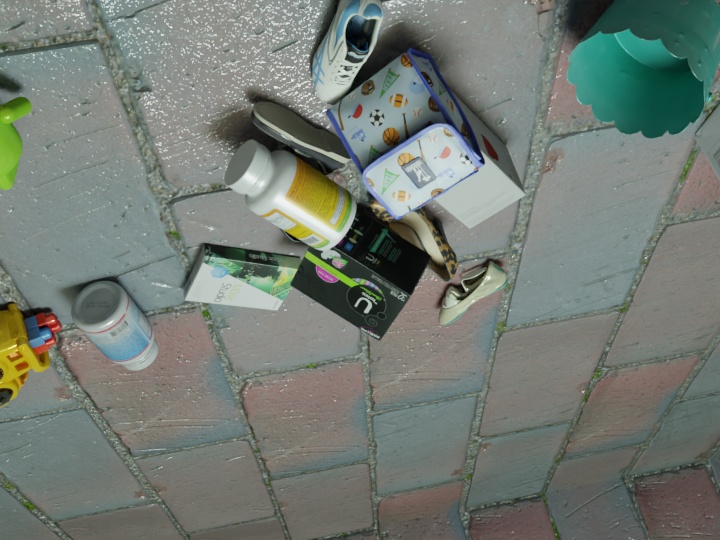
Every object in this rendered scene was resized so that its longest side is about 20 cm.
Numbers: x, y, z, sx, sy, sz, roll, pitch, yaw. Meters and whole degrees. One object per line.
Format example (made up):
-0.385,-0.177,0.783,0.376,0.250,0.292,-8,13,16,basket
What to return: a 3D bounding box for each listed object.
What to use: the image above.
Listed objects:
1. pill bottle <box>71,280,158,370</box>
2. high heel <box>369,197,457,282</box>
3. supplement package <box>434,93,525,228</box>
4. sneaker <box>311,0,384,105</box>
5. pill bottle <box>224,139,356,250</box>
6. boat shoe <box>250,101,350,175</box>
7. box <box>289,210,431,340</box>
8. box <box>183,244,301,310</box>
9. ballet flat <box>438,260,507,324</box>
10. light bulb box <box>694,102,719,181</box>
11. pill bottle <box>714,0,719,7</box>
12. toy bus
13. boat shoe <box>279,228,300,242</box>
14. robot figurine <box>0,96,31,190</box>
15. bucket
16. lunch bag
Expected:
-0.472,0.115,1.521,0.108,0.109,0.200,-14,145,2,pill bottle
0.101,-0.059,1.433,0.200,0.143,0.071,21,133,-38,high heel
0.167,-0.183,1.303,0.120,0.122,0.200,-31,141,25,supplement package
-0.021,-0.310,1.113,0.072,0.073,0.200,1,144,-21,sneaker
-0.113,-0.123,1.242,0.200,0.111,0.111,31,127,-33,pill bottle
-0.102,-0.202,1.236,0.200,0.073,0.063,20,131,-44,boat shoe
0.000,0.000,1.425,0.200,0.124,0.149,31,134,1,box
-0.231,0.017,1.526,0.199,0.036,0.144,7,140,-27,box
0.229,0.046,1.699,0.069,0.070,0.200,24,129,-40,ballet flat
0.748,-0.210,1.385,0.199,0.199,0.125,1,144,-17,light bulb box
0.552,-0.414,1.122,0.106,0.106,0.200,16,136,-34,pill bottle
-0.674,0.156,1.516,0.192,0.136,0.200,-21,149,-17,toy bus
-0.127,-0.122,1.346,0.074,0.062,0.200,-13,143,3,boat shoe
-0.545,-0.196,1.064,0.175,0.116,0.200,-6,145,5,robot figurine
0.420,-0.309,1.129,0.207,0.135,0.207,30,159,13,bucket
0.072,-0.200,1.164,0.170,0.200,0.124,-30,176,27,lunch bag
